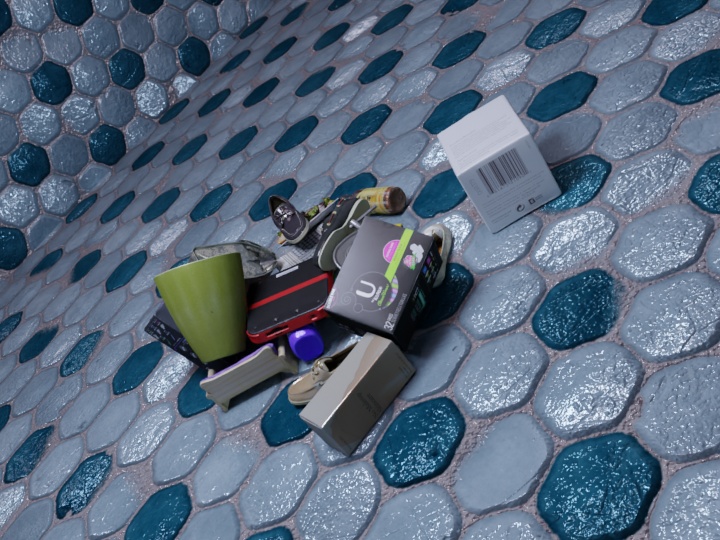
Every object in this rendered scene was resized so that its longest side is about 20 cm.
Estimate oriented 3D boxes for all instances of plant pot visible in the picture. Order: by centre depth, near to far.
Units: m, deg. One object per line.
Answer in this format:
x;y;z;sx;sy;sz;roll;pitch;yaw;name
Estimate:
-0.311;0.085;1.697;0.187;0.200;0.187;-18;-3;-1;plant pot

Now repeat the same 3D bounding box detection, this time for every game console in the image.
-0.147;0.057;1.691;0.200;0.031;0.177;-23;37;13;game console

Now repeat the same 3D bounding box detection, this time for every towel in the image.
-0.103;-0.046;1.889;0.193;0.035;0.200;-41;30;-5;towel

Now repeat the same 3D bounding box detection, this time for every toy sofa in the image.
-0.236;0.202;1.705;0.200;0.098;0.083;-30;32;15;toy sofa

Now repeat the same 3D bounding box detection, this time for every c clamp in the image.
0.038;-0.038;1.653;0.171;0.027;0.200;-38;63;-24;c clamp

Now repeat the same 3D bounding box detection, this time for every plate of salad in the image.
-0.136;-0.124;2.023;0.200;0.048;0.200;-40;4;4;plate of salad

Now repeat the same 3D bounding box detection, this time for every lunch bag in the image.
-0.303;0.008;1.914;0.200;0.118;0.164;-9;-21;-25;lunch bag

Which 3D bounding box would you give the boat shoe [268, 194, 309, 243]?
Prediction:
-0.179;-0.126;1.940;0.072;0.065;0.200;-45;31;6;boat shoe

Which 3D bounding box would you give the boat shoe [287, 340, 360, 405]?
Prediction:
-0.064;0.195;1.568;0.200;0.065;0.072;-27;33;18;boat shoe

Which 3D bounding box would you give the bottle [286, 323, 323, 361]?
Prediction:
-0.136;0.101;1.723;0.065;0.084;0.200;-27;41;-2;bottle

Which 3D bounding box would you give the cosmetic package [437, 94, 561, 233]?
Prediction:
0.280;-0.220;1.662;0.165;0.165;0.200;-30;32;13;cosmetic package

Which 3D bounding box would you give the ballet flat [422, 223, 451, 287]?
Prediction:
0.150;-0.048;1.669;0.067;0.062;0.200;-16;37;18;ballet flat

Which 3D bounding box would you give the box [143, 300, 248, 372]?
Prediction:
-0.359;0.127;1.812;0.106;0.200;0.122;-41;17;54;box

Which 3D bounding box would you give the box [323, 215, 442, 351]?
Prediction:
0.047;0.026;1.529;0.148;0.124;0.200;18;74;21;box

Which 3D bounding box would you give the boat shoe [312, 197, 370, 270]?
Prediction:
-0.049;-0.076;1.716;0.063;0.074;0.202;5;48;32;boat shoe

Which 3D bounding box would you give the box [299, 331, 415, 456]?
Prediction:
-0.005;0.218;1.450;0.200;0.095;0.078;-51;34;-18;box

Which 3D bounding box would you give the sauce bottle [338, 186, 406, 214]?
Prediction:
0.023;-0.166;1.958;0.200;0.066;0.066;-1;47;52;sauce bottle

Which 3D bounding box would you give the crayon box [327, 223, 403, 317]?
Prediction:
0.000;0.000;1.715;0.172;0.058;0.200;-6;49;25;crayon box
